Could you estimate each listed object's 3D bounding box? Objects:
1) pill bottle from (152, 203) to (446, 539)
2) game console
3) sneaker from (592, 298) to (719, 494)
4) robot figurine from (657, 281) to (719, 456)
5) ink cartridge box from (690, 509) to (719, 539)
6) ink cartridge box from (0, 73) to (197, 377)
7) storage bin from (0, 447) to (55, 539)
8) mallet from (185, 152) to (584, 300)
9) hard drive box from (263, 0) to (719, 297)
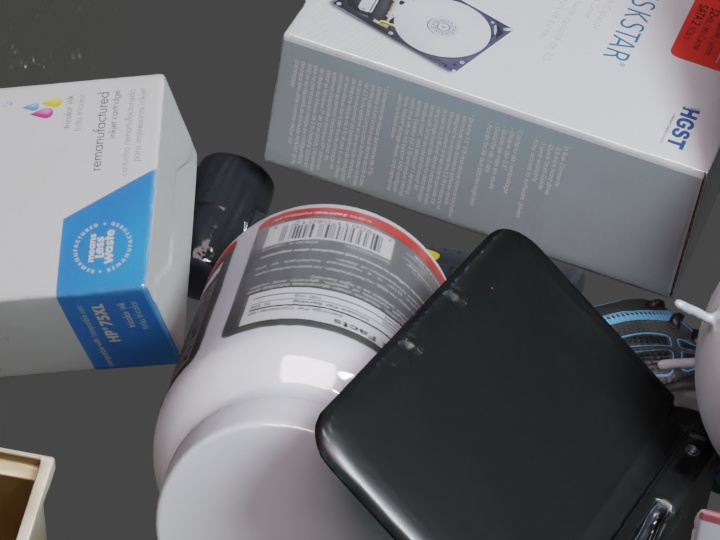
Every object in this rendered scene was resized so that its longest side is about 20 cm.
[{"bbox_3d":[-0.023,0.060,1.131,0.116,0.116,0.200,7,24,3],"label":"pill bottle"},{"bbox_3d":[0.058,0.110,1.085,0.116,0.176,0.200,20,31,17],"label":"game console"},{"bbox_3d":[0.142,0.049,1.216,0.200,0.073,0.082,10,58,4],"label":"sneaker"},{"bbox_3d":[0.219,0.043,1.081,0.200,0.170,0.113,10,55,5],"label":"robot figurine"},{"bbox_3d":[0.234,0.147,1.060,0.145,0.200,0.083,12,93,42],"label":"ink cartridge box"},{"bbox_3d":[-0.179,-0.016,1.232,0.200,0.067,0.116,-5,57,10],"label":"ink cartridge box"},{"bbox_3d":[-0.243,0.165,1.122,0.198,0.094,0.200,10,59,5],"label":"storage bin"},{"bbox_3d":[0.000,0.000,1.239,0.200,0.041,0.066,17,61,25],"label":"mallet"},{"bbox_3d":[0.077,-0.089,1.274,0.200,0.077,0.156,19,40,9],"label":"hard drive box"}]
